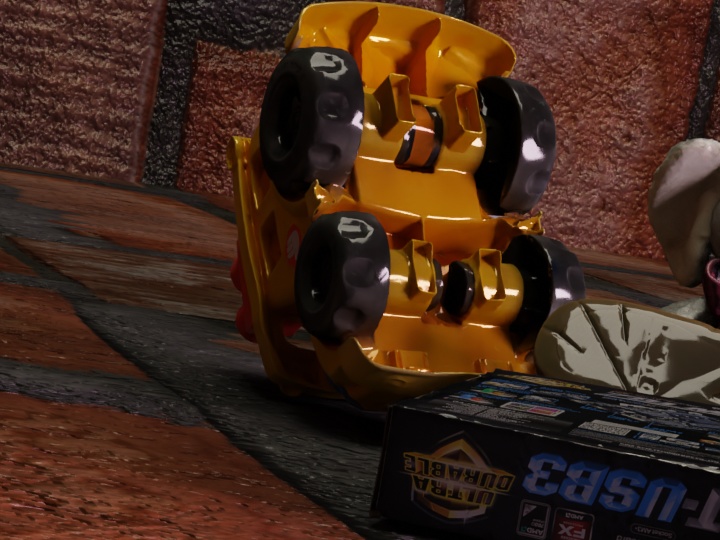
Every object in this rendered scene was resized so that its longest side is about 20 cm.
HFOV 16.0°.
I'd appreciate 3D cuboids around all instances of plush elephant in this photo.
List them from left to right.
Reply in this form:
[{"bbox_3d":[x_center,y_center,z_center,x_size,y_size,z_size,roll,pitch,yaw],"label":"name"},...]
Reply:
[{"bbox_3d":[0.210,0.019,1.286,0.164,0.156,0.200,9,5,-2],"label":"plush elephant"}]

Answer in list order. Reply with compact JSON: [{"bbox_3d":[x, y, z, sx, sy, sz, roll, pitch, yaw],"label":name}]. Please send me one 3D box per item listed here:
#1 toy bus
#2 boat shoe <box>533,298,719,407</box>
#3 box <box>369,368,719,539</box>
[{"bbox_3d":[0.000,0.000,1.246,0.135,0.201,0.192,8,-34,-29],"label":"toy bus"},{"bbox_3d":[0.172,0.070,1.127,0.200,0.072,0.066,18,-29,11],"label":"boat shoe"},{"bbox_3d":[0.123,0.082,0.993,0.199,0.050,0.198,10,4,14],"label":"box"}]
